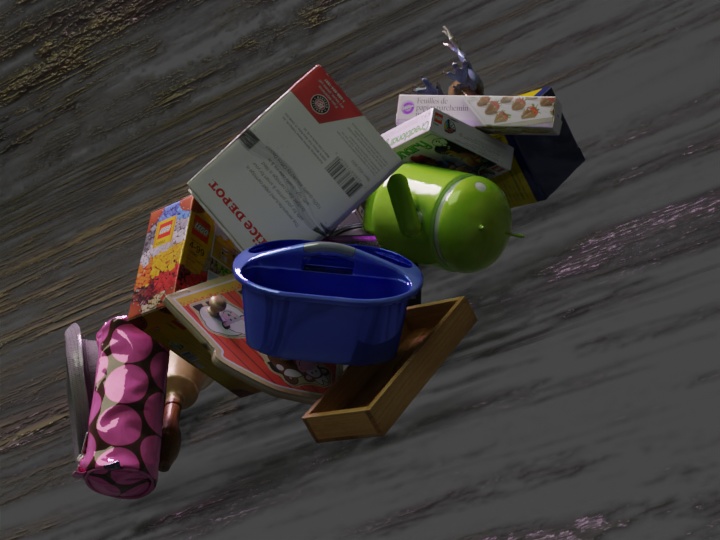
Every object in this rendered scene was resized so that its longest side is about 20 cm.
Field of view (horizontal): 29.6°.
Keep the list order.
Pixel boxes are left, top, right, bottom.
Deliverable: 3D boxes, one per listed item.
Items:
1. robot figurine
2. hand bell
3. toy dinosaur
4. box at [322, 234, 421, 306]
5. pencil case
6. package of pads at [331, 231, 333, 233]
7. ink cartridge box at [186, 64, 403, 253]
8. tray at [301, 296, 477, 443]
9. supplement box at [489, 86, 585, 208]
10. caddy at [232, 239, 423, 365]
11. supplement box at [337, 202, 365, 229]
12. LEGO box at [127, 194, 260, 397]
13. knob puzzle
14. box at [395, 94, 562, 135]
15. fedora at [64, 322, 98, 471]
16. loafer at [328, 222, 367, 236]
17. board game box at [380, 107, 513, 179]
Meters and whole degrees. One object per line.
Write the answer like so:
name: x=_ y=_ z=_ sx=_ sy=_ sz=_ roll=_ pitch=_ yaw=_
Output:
robot figurine: x=0.094 y=-0.062 z=1.605 sx=0.199 sy=0.117 sz=0.174 roll=16 pitch=7 yaw=43
hand bell: x=-0.222 y=0.167 z=1.619 sx=0.103 sy=0.105 sz=0.201 roll=-25 pitch=31 yaw=14
toy dinosaur: x=0.124 y=-0.214 z=1.762 sx=0.105 sy=0.201 sz=0.181 roll=-39 pitch=-21 yaw=11
box: x=0.000 y=0.000 z=1.669 sx=0.141 sy=0.037 sz=0.200 roll=-2 pitch=18 yaw=0
pencil case: x=-0.265 y=0.149 z=1.530 sx=0.091 sy=0.092 sz=0.202 roll=109 pitch=165 yaw=-56
package of pads: x=-0.106 y=-0.087 z=1.672 sx=0.198 sy=0.069 sz=0.155 roll=-9 pitch=-18 yaw=-23
ink cartridge box: x=-0.074 y=-0.105 z=1.517 sx=0.200 sy=0.147 sz=0.083 roll=-42 pitch=3 yaw=-2
tray: x=0.034 y=0.103 z=1.422 sx=0.098 sy=0.037 sz=0.200 roll=-13 pitch=23 yaw=44
supplement box: x=0.169 y=-0.146 z=1.763 sx=0.199 sy=0.110 sz=0.109 roll=-11 pitch=23 yaw=47
caddy: x=-0.035 y=0.020 z=1.411 sx=0.197 sy=0.106 sz=0.142 roll=5 pitch=25 yaw=2
supplement box: x=-0.026 y=-0.076 z=1.971 sx=0.108 sy=0.061 sz=0.200 roll=-25 pitch=17 yaw=17
LEGO box: x=-0.166 y=0.033 z=1.590 sx=0.077 sy=0.200 sz=0.150 roll=-18 pitch=49 yaw=33
knob puzzle: x=-0.092 y=0.070 z=1.484 sx=0.031 sy=0.218 sz=0.220 roll=-57 pitch=5 yaw=27
box: x=0.142 y=-0.186 z=1.630 sx=0.198 sy=0.039 sz=0.041 roll=4 pitch=-9 yaw=21
fedora: x=-0.310 y=0.153 z=1.661 sx=0.089 sy=0.201 sz=0.178 roll=-6 pitch=56 yaw=-14
loafer: x=-0.040 y=0.002 z=1.796 sx=0.199 sy=0.073 sz=0.072 roll=-29 pitch=54 yaw=-17
board game box: x=0.078 y=-0.134 z=1.680 sx=0.199 sy=0.125 sz=0.035 roll=-22 pitch=52 yaw=54
